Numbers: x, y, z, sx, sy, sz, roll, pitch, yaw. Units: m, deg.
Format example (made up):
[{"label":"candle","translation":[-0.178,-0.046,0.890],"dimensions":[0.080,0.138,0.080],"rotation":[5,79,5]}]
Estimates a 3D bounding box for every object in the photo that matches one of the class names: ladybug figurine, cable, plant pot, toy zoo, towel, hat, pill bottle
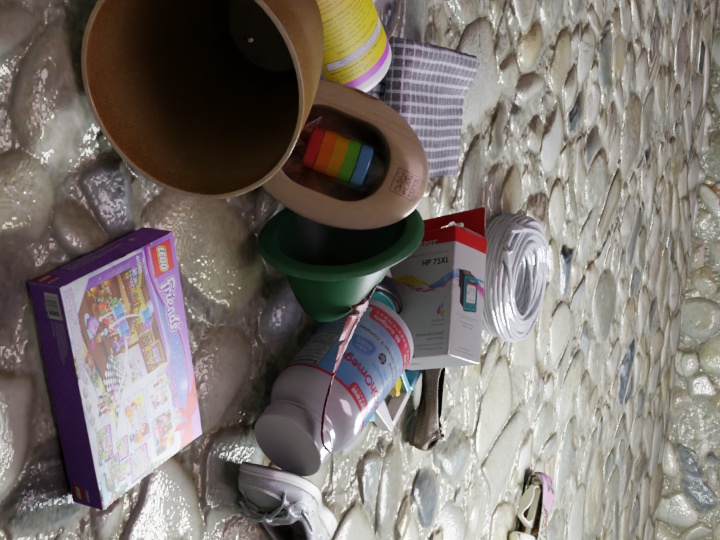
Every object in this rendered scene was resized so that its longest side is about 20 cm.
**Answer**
[{"label":"ladybug figurine","translation":[-0.024,-0.113,1.033],"dimensions":[0.072,0.198,0.137],"rotation":[-157,-89,-83]},{"label":"cable","translation":[0.235,0.011,1.623],"dimensions":[0.199,0.069,0.202],"rotation":[-18,113,-59]},{"label":"plant pot","translation":[-0.105,-0.185,0.877],"dimensions":[0.200,0.184,0.188],"rotation":[-59,146,-59]},{"label":"toy zoo","translation":[0.044,0.116,1.349],"dimensions":[0.201,0.020,0.132],"rotation":[-59,143,-37]},{"label":"towel","translation":[0.070,-0.194,1.256],"dimensions":[0.199,0.085,0.168],"rotation":[-12,108,-60]},{"label":"hat","translation":[-0.022,0.037,1.083],"dimensions":[0.199,0.165,0.178],"rotation":[-30,130,-33]},{"label":"pill bottle","translation":[-0.029,0.126,1.129],"dimensions":[0.200,0.108,0.110],"rotation":[-50,138,-44]},{"label":"pill bottle","translation":[-0.045,-0.269,1.011],"dimensions":[0.105,0.103,0.201],"rotation":[-64,146,-30]}]

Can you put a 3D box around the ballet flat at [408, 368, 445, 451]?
[{"label":"ballet flat","translation":[0.106,0.156,1.410],"dimensions":[0.067,0.046,0.202],"rotation":[-29,133,-65]}]

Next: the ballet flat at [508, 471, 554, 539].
[{"label":"ballet flat","translation":[0.305,0.461,1.871],"dimensions":[0.071,0.069,0.202],"rotation":[30,65,-40]}]

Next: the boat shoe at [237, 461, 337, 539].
[{"label":"boat shoe","translation":[-0.080,0.265,1.111],"dimensions":[0.203,0.074,0.065],"rotation":[67,37,-53]}]

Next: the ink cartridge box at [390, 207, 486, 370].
[{"label":"ink cartridge box","translation":[0.091,0.017,1.286],"dimensions":[0.067,0.116,0.202],"rotation":[19,69,-43]}]

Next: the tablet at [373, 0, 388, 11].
[{"label":"tablet","translation":[0.051,-0.354,1.183],"dimensions":[0.200,0.014,0.130],"rotation":[-54,178,-41]}]

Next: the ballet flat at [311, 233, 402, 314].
[{"label":"ballet flat","translation":[0.000,0.000,1.197],"dimensions":[0.200,0.072,0.074],"rotation":[33,68,-56]}]

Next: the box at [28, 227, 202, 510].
[{"label":"box","translation":[-0.202,0.080,0.878],"dimensions":[0.137,0.039,0.202],"rotation":[-34,125,-53]}]
